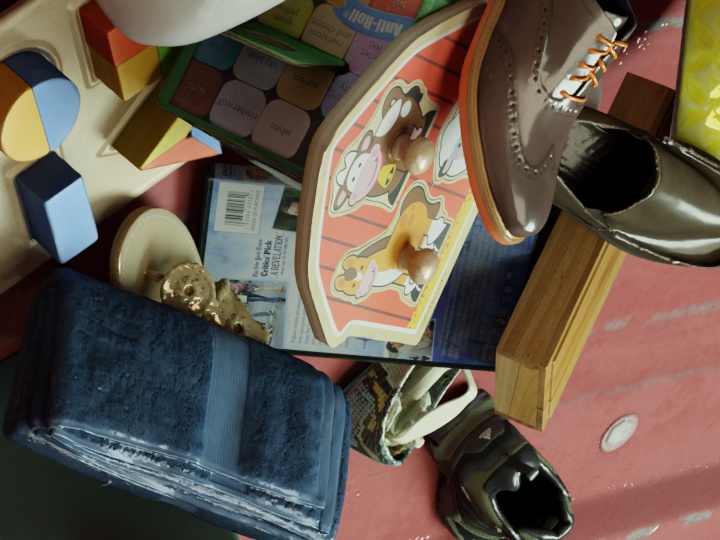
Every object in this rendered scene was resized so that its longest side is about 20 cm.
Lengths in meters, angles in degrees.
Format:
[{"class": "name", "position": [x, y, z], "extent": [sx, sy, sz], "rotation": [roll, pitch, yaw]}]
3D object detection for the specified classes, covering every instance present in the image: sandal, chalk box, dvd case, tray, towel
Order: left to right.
[{"class": "towel", "position": [-0.094, 0.076, 1.603], "extent": [0.200, 0.112, 0.049], "rotation": [23, 147, -27]}, {"class": "sandal", "position": [-0.082, 0.039, 1.689], "extent": [0.212, 0.070, 0.078], "rotation": [75, 36, -52]}, {"class": "chalk box", "position": [-0.015, -0.107, 1.556], "extent": [0.124, 0.125, 0.200], "rotation": [-63, 156, -2]}, {"class": "dvd case", "position": [0.000, 0.000, 1.727], "extent": [0.200, 0.018, 0.143], "rotation": [5, 135, -5]}, {"class": "tray", "position": [0.136, -0.010, 1.757], "extent": [0.099, 0.037, 0.200], "rotation": [86, 27, -65]}]

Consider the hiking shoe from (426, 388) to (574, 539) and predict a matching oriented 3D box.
[{"class": "hiking shoe", "position": [0.106, 0.171, 2.059], "extent": [0.076, 0.101, 0.200], "rotation": [-39, 147, -8]}]

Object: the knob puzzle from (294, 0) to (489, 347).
[{"class": "knob puzzle", "position": [0.029, -0.047, 1.519], "extent": [0.220, 0.030, 0.220], "rotation": [-43, 148, -36]}]

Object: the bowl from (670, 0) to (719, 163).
[{"class": "bowl", "position": [0.250, -0.130, 1.783], "extent": [0.108, 0.200, 0.200], "rotation": [7, 137, 4]}]

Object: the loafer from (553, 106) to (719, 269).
[{"class": "loafer", "position": [0.155, -0.045, 1.664], "extent": [0.200, 0.071, 0.073], "rotation": [20, 96, -25]}]

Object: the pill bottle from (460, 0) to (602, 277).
[{"class": "pill bottle", "position": [0.081, -0.077, 1.749], "extent": [0.112, 0.112, 0.200], "rotation": [-21, 140, -33]}]

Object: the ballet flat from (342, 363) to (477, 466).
[{"class": "ballet flat", "position": [0.066, 0.049, 1.913], "extent": [0.200, 0.074, 0.074], "rotation": [-51, 147, 8]}]

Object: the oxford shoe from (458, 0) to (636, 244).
[{"class": "oxford shoe", "position": [0.100, -0.111, 1.503], "extent": [0.071, 0.072, 0.200], "rotation": [-4, 100, -60]}]

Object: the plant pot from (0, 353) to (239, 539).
[{"class": "plant pot", "position": [-0.152, 0.161, 1.675], "extent": [0.141, 0.200, 0.141], "rotation": [-28, 143, -23]}]

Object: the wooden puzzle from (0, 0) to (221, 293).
[{"class": "wooden puzzle", "position": [-0.145, -0.082, 1.558], "extent": [0.200, 0.046, 0.185], "rotation": [-33, 145, -18]}]

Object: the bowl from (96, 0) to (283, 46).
[{"class": "bowl", "position": [-0.059, -0.221, 1.392], "extent": [0.200, 0.075, 0.200], "rotation": [-34, 115, -16]}]
